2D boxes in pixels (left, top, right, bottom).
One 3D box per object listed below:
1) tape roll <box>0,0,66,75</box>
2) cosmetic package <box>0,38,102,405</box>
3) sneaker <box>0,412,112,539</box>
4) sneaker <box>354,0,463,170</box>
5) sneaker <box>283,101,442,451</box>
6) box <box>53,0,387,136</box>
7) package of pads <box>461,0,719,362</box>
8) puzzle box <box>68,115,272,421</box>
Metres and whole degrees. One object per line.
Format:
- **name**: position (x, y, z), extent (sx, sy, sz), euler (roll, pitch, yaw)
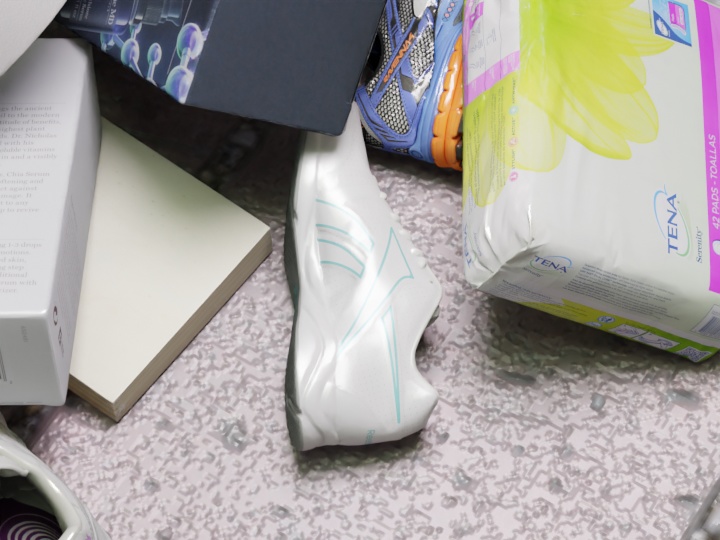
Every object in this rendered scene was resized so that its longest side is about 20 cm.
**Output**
- **tape roll**: position (-0.209, -0.155, 1.291), extent (0.203, 0.037, 0.203), euler (-30, 38, 27)
- **cosmetic package**: position (-0.192, -0.027, 1.279), extent (0.101, 0.071, 0.200), euler (0, 47, 3)
- **sneaker**: position (-0.196, 0.093, 1.248), extent (0.200, 0.100, 0.075), euler (35, 73, 21)
- **sneaker**: position (0.033, -0.150, 1.395), extent (0.078, 0.075, 0.200), euler (3, 59, 8)
- **sneaker**: position (0.000, 0.000, 1.318), extent (0.080, 0.070, 0.200), euler (0, 67, -5)
- **box**: position (-0.078, -0.177, 1.315), extent (0.200, 0.107, 0.148), euler (34, 109, 47)
- **package of pads**: position (0.127, -0.067, 1.309), extent (0.154, 0.068, 0.200), euler (17, 56, -26)
- **puzzle box**: position (-0.164, -0.023, 1.355), extent (0.200, 0.025, 0.133), euler (34, 67, 19)
